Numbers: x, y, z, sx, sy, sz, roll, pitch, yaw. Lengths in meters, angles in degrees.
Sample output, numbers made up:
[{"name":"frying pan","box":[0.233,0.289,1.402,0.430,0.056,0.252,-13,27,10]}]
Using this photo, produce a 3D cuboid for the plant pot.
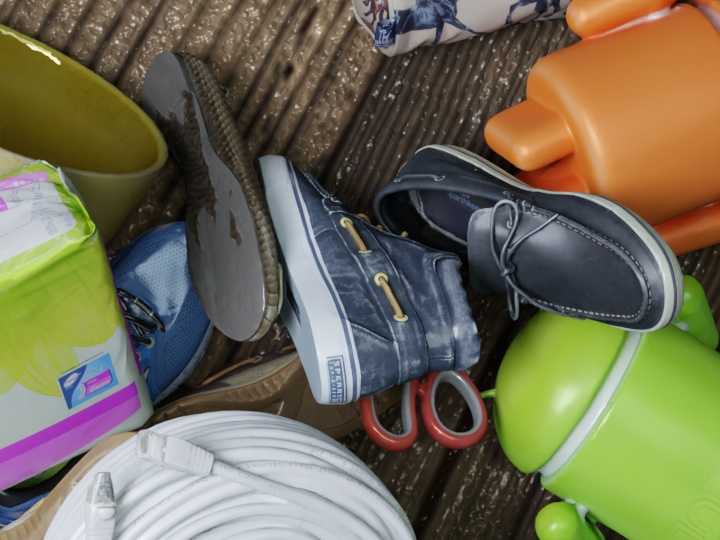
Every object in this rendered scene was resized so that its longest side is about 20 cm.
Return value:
[{"name":"plant pot","box":[-0.222,-0.041,1.053,0.199,0.200,0.143,26,107,-3]}]

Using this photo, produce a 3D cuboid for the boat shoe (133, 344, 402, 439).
[{"name":"boat shoe","box":[-0.066,0.086,1.104,0.199,0.072,0.073,-31,99,-15]}]

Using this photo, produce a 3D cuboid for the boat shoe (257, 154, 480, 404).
[{"name":"boat shoe","box":[0.000,0.000,1.076,0.090,0.201,0.071,-9,127,-11]}]

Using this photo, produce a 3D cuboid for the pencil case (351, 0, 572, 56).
[{"name":"pencil case","box":[0.093,-0.180,1.137,0.198,0.089,0.079,-12,86,-8]}]

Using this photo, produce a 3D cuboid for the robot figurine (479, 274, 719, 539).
[{"name":"robot figurine","box":[0.162,0.090,1.106,0.199,0.116,0.176,31,76,-2]}]

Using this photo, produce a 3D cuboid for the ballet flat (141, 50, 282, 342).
[{"name":"ballet flat","box":[-0.075,-0.044,1.090,0.046,0.067,0.201,12,41,-38]}]

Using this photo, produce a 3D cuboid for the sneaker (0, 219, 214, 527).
[{"name":"sneaker","box":[-0.142,0.058,1.088,0.078,0.089,0.201,34,80,-3]}]

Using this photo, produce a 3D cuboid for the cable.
[{"name":"cable","box":[-0.066,0.168,0.968,0.198,0.069,0.202,11,105,-28]}]

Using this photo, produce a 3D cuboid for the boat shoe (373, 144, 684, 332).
[{"name":"boat shoe","box":[0.087,-0.013,1.058,0.062,0.199,0.075,-28,130,-37]}]

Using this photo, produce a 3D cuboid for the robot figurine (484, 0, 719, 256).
[{"name":"robot figurine","box":[0.174,-0.090,1.123,0.198,0.117,0.145,-22,72,-9]}]

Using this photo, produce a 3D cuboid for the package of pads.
[{"name":"package of pads","box":[-0.210,0.047,0.952,0.199,0.155,0.068,-25,49,-14]}]

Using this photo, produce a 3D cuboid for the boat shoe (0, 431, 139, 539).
[{"name":"boat shoe","box":[-0.160,0.159,1.030,0.199,0.069,0.074,-37,76,14]}]

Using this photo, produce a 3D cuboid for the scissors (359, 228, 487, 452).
[{"name":"scissors","box":[0.037,0.014,1.104,0.072,0.014,0.202,9,57,-10]}]
